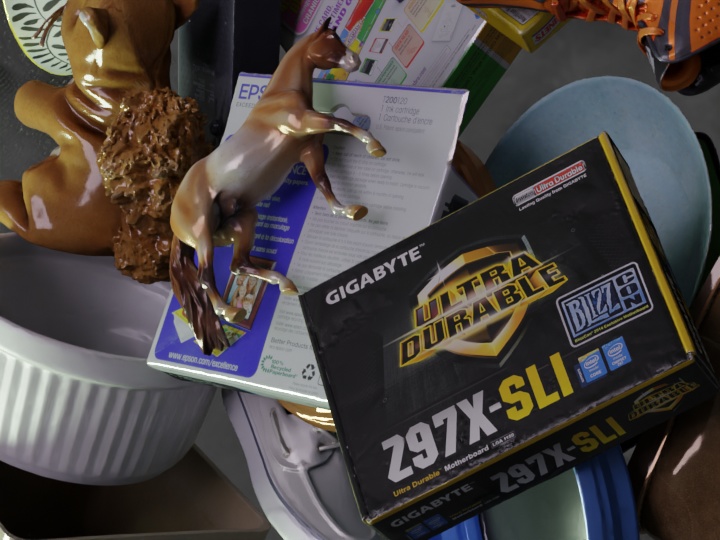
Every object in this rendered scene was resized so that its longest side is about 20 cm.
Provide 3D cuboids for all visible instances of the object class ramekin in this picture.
[{"bbox_3d":[-0.189,0.062,1.596,0.200,0.200,0.105,40,120,46],"label":"ramekin"}]

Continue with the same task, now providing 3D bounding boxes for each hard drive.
[{"bbox_3d":[-0.093,-0.177,1.649,0.135,0.042,0.200,-155,65,-67],"label":"hard drive"}]

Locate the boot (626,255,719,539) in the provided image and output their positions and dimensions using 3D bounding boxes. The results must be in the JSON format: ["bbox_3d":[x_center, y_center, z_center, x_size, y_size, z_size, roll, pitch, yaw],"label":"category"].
[{"bbox_3d":[0.208,0.063,1.285,0.075,0.074,0.200,26,107,30],"label":"boot"}]

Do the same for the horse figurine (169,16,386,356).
[{"bbox_3d":[-0.059,-0.048,1.415,0.200,0.050,0.133,-51,48,12],"label":"horse figurine"}]

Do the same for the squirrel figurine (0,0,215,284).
[{"bbox_3d":[-0.151,-0.098,1.608,0.200,0.141,0.187,41,127,42],"label":"squirrel figurine"}]

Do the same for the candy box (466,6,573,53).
[{"bbox_3d":[0.081,-0.219,1.494,0.102,0.026,0.200,-42,49,-6],"label":"candy box"}]

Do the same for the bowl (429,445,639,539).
[{"bbox_3d":[0.095,0.142,1.349,0.201,0.039,0.201,24,117,61],"label":"bowl"}]

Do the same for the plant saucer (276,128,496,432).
[{"bbox_3d":[0.000,0.000,1.463,0.200,0.037,0.200,-18,61,35],"label":"plant saucer"}]

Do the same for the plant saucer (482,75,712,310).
[{"bbox_3d":[0.139,-0.013,1.391,0.201,0.039,0.201,-19,64,43],"label":"plant saucer"}]

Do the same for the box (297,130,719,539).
[{"bbox_3d":[0.076,0.038,1.279,0.200,0.049,0.160,-28,54,14],"label":"box"}]

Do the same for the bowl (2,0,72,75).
[{"bbox_3d":[-0.169,-0.236,1.724,0.094,0.201,0.201,10,85,25],"label":"bowl"}]

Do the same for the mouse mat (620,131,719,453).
[{"bbox_3d":[0.151,0.028,1.399,0.200,0.008,0.161,-34,55,35],"label":"mouse mat"}]

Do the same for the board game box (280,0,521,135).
[{"bbox_3d":[0.023,-0.173,1.577,0.153,0.040,0.200,-54,45,21],"label":"board game box"}]

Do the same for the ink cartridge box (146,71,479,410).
[{"bbox_3d":[-0.023,-0.017,1.435,0.198,0.043,0.200,10,80,43],"label":"ink cartridge box"}]

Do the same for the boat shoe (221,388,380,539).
[{"bbox_3d":[-0.029,0.115,1.527,0.066,0.072,0.200,-57,36,25],"label":"boat shoe"}]

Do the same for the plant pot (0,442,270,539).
[{"bbox_3d":[-0.212,0.204,1.619,0.200,0.200,0.177,40,120,46],"label":"plant pot"}]

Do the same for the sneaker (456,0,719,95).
[{"bbox_3d":[0.148,-0.155,1.366,0.200,0.078,0.112,-10,71,17],"label":"sneaker"}]
